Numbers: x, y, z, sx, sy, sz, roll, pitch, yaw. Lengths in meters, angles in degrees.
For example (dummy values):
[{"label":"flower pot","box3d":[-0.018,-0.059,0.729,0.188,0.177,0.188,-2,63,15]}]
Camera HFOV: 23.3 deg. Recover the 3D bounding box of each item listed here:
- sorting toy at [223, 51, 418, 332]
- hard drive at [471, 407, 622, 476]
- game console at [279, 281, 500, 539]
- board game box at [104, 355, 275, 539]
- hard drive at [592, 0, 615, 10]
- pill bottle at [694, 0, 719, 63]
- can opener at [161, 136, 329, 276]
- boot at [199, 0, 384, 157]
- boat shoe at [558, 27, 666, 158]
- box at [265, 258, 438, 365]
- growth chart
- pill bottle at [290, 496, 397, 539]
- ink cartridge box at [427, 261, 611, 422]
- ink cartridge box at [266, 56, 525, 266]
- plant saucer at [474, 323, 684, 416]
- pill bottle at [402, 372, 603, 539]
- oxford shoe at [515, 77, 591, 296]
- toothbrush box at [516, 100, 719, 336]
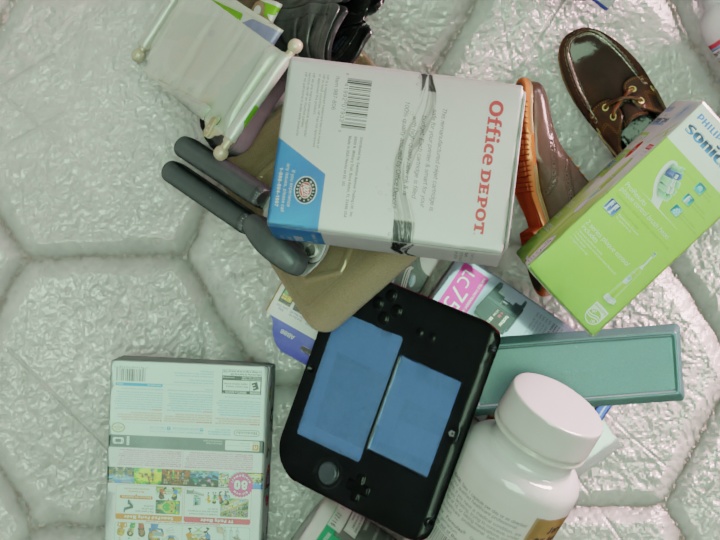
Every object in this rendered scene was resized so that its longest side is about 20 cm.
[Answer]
[{"label":"sorting toy","box3d":[-0.017,-0.073,1.574,0.185,0.036,0.200,-41,65,14]},{"label":"hard drive","box3d":[0.124,0.165,1.624,0.200,0.026,0.132,-34,91,2]},{"label":"game console","box3d":[0.021,0.115,1.539,0.176,0.031,0.201,23,95,38]},{"label":"board game box","box3d":[-0.157,0.183,1.610,0.147,0.064,0.201,3,90,1]},{"label":"hard drive","box3d":[0.168,-0.334,1.567,0.200,0.025,0.132,37,48,-3]},{"label":"pill bottle","box3d":[0.377,-0.206,1.570,0.109,0.109,0.200,-35,91,1]},{"label":"can opener","box3d":[-0.105,-0.061,1.563,0.200,0.066,0.053,35,98,33]},{"label":"boot","box3d":[-0.062,-0.190,1.551,0.070,0.131,0.201,24,86,-42]},{"label":"boat shoe","box3d":[0.250,-0.138,1.594,0.070,0.070,0.200,-35,90,4]},{"label":"box","box3d":[0.000,0.000,1.616,0.119,0.041,0.200,30,94,0]},{"label":"growth chart","box3d":[-0.130,-0.204,1.565,0.145,0.018,0.200,-50,49,7]},{"label":"pill bottle","box3d":[0.019,0.304,1.586,0.200,0.113,0.113,35,92,-1]},{"label":"ink cartridge box","box3d":[0.139,0.087,1.589,0.200,0.042,0.120,35,89,-4]},{"label":"ink cartridge box","box3d":[0.031,-0.089,1.464,0.199,0.084,0.145,8,83,3]},{"label":"plant saucer","box3d":[0.192,0.089,1.563,0.199,0.019,0.070,-4,90,-2]},{"label":"pill bottle","box3d":[0.126,0.195,1.526,0.114,0.114,0.200,28,112,0]},{"label":"oxford shoe","box3d":[0.179,-0.081,1.602,0.073,0.071,0.201,-11,100,-9]},{"label":"toothbrush box","box3d":[0.236,-0.048,1.494,0.200,0.146,0.086,-42,93,6]}]
